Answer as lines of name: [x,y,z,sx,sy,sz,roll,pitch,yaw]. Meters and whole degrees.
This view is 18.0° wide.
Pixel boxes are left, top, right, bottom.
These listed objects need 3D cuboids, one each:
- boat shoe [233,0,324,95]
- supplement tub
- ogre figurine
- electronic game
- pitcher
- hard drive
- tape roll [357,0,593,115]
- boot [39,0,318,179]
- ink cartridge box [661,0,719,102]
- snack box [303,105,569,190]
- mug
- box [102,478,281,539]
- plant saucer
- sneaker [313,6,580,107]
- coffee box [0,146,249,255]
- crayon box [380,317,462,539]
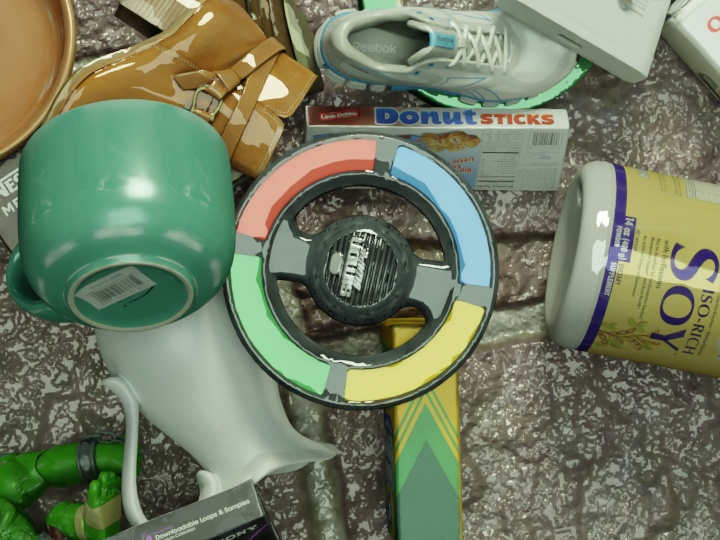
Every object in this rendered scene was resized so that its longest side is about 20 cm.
boat shoe: [-0.087,-0.222,1.719,0.068,0.072,0.201,-17,92,-4]
supplement tub: [0.249,0.004,1.709,0.199,0.145,0.146,11,91,-4]
ogre figurine: [-0.246,0.210,1.693,0.119,0.098,0.201,6,80,23]
electronic game: [0.000,0.000,1.625,0.199,0.042,0.201,0,87,-1]
pitcher: [-0.134,0.090,1.685,0.171,0.121,0.200,-31,92,-33]
hard drive: [0.186,-0.258,1.709,0.132,0.026,0.201,27,68,-21]
tape roll: [0.098,-0.218,1.744,0.200,0.048,0.201,0,91,-3]
boot: [-0.139,-0.107,1.646,0.155,0.077,0.200,34,80,-6]
ink cartridge box: [0.345,-0.167,1.743,0.146,0.085,0.200,-42,95,-2]
snack box: [0.056,-0.093,1.733,0.199,0.072,0.024,1,51,-4]
mug: [-0.165,-0.019,1.587,0.151,0.185,0.115,2,54,-13]
box: [-0.123,0.230,1.670,0.143,0.200,0.036,-22,60,-2]
plant saucer: [-0.307,-0.165,1.700,0.199,0.037,0.201,-2,76,9]
sneaker: [0.067,-0.161,1.677,0.199,0.087,0.075,-1,89,-6]
coffee box: [-0.182,-0.071,1.712,0.200,0.080,0.113,-33,92,-3]
crayon box: [0.045,0.106,1.708,0.051,0.126,0.201,-1,91,-3]
